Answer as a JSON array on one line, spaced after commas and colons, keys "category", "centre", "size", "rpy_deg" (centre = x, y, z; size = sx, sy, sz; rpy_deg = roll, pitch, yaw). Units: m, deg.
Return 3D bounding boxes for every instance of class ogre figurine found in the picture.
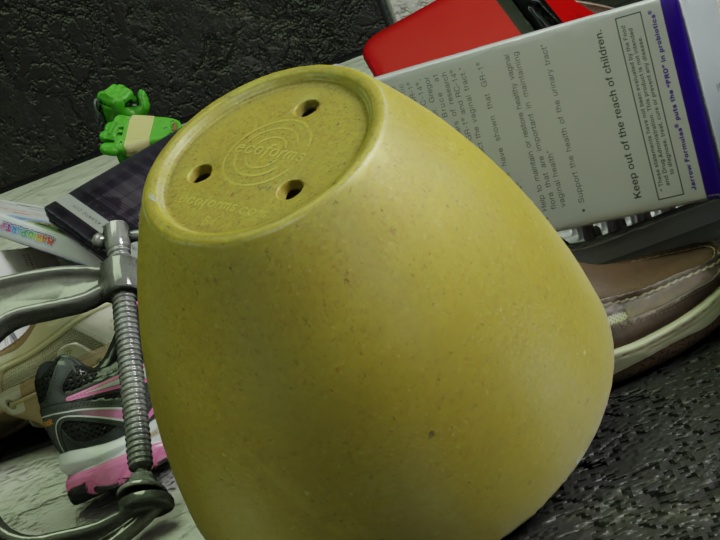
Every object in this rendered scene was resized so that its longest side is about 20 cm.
[{"category": "ogre figurine", "centre": [-0.132, -0.054, 1.107], "size": [0.198, 0.121, 0.099], "rpy_deg": [20, 55, 22]}]

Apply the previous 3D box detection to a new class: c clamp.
[{"category": "c clamp", "centre": [-0.140, 0.060, 0.724], "size": [0.169, 0.202, 0.027], "rpy_deg": [-6, -30, 0]}]

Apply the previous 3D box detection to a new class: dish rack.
[{"category": "dish rack", "centre": [0.172, -0.039, 0.831], "size": [0.170, 0.044, 0.200], "rpy_deg": [-20, 13, -2]}]

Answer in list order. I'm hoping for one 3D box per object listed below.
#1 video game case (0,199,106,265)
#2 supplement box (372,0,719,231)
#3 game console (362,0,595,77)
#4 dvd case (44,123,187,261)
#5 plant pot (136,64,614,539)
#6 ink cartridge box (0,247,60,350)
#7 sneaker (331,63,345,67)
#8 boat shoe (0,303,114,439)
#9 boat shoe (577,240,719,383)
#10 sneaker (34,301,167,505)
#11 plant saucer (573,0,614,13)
[{"category": "video game case", "centre": [-0.201, -0.022, 1.023], "size": [0.198, 0.018, 0.143], "rpy_deg": [17, 3, 26]}, {"category": "supplement box", "centre": [0.093, -0.073, 0.746], "size": [0.198, 0.105, 0.101], "rpy_deg": [-14, 7, 25]}, {"category": "game console", "centre": [0.122, -0.123, 1.012], "size": [0.119, 0.171, 0.201], "rpy_deg": [-52, 37, 23]}, {"category": "dvd case", "centre": [-0.092, -0.058, 0.951], "size": [0.199, 0.016, 0.148], "rpy_deg": [-34, 45, -27]}, {"category": "plant pot", "centre": [-0.011, 0.005, 0.569], "size": [0.198, 0.143, 0.201], "rpy_deg": [-16, 40, 14]}, {"category": "ink cartridge box", "centre": [-0.305, 0.054, 0.963], "size": [0.146, 0.084, 0.199], "rpy_deg": [-30, -11, 27]}, {"category": "sneaker", "centre": [-0.001, -0.051, 1.011], "size": [0.114, 0.075, 0.201], "rpy_deg": [-42, 53, 10]}, {"category": "boat shoe", "centre": [-0.198, 0.074, 0.915], "size": [0.072, 0.065, 0.200], "rpy_deg": [-17, -15, -48]}, {"category": "boat shoe", "centre": [0.082, 0.020, 0.667], "size": [0.200, 0.076, 0.075], "rpy_deg": [-23, 13, -6]}, {"category": "sneaker", "centre": [-0.092, 0.044, 0.792], "size": [0.199, 0.087, 0.080], "rpy_deg": [-30, 2, -34]}, {"category": "plant saucer", "centre": [0.177, -0.147, 1.098], "size": [0.198, 0.035, 0.201], "rpy_deg": [7, 38, -5]}]
